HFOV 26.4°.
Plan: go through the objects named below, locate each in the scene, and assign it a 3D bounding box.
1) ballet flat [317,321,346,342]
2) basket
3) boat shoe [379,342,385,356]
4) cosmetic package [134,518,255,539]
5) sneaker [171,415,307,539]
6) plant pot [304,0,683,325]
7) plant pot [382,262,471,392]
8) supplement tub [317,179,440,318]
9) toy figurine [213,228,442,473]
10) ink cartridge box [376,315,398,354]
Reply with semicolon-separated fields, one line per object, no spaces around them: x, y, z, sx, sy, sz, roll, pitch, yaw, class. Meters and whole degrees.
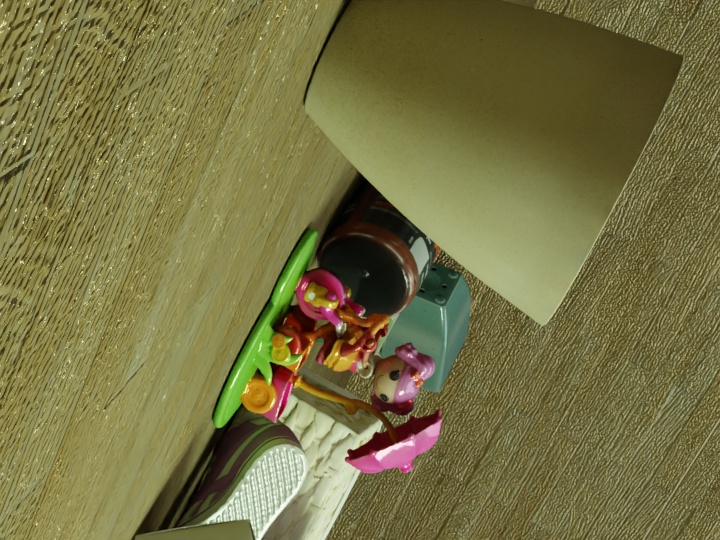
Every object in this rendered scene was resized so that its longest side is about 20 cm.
0.000;0.000;1.645;0.201;0.072;0.068;-61;177;-31;ballet flat
-0.082;0.206;1.547;0.202;0.135;0.123;-62;172;4;basket
0.017;0.125;2.793;0.064;0.070;0.200;-60;174;-11;boat shoe
-0.149;0.289;1.306;0.201;0.104;0.072;114;-34;-53;cosmetic package
-0.132;0.222;1.438;0.200;0.073;0.114;-44;-155;-1;sneaker
0.072;-0.096;0.971;0.189;0.198;0.187;-61;175;-8;plant pot
0.123;0.087;3.154;0.196;0.194;0.201;-58;166;-46;plant pot
0.037;-0.047;1.556;0.201;0.106;0.108;-58;175;-49;supplement tub
-0.006;0.091;1.352;0.202;0.183;0.150;-64;176;20;toy figurine
0.051;0.030;2.604;0.201;0.067;0.117;-61;176;-16;ink cartridge box
